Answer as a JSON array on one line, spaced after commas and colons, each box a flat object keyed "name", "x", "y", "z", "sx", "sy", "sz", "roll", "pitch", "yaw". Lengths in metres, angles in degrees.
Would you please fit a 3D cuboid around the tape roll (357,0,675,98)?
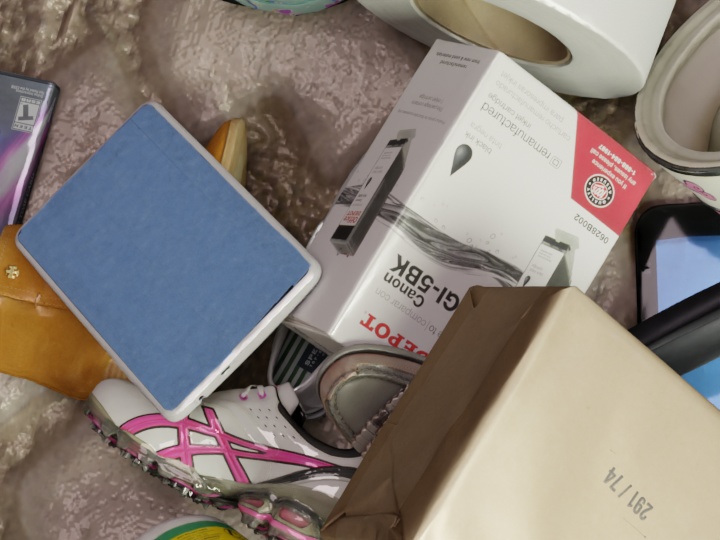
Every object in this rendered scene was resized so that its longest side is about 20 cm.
[{"name": "tape roll", "x": 0.092, "y": -0.178, "z": 1.424, "sx": 0.202, "sy": 0.202, "sz": 0.071, "roll": 20, "pitch": 81, "yaw": 13}]

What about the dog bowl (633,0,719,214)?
[{"name": "dog bowl", "x": 0.267, "y": -0.107, "z": 1.399, "sx": 0.200, "sy": 0.074, "sz": 0.200, "roll": -27, "pitch": 32, "yaw": 18}]

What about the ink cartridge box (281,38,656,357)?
[{"name": "ink cartridge box", "x": 0.064, "y": -0.016, "z": 1.417, "sx": 0.147, "sy": 0.083, "sz": 0.200, "roll": 34, "pitch": 84, "yaw": -28}]

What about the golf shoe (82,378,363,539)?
[{"name": "golf shoe", "x": -0.075, "y": 0.106, "z": 1.429, "sx": 0.199, "sy": 0.073, "sz": 0.092, "roll": 25, "pitch": 81, "yaw": 20}]

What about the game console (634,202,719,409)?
[{"name": "game console", "x": 0.254, "y": 0.043, "z": 1.397, "sx": 0.118, "sy": 0.172, "sz": 0.201, "roll": 3, "pitch": 77, "yaw": -17}]

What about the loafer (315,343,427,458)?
[{"name": "loafer", "x": 0.058, "y": 0.113, "z": 1.367, "sx": 0.072, "sy": 0.200, "sz": 0.063, "roll": -44, "pitch": 30, "yaw": 18}]

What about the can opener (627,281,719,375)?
[{"name": "can opener", "x": 0.174, "y": 0.055, "z": 1.415, "sx": 0.200, "sy": 0.063, "sz": 0.079, "roll": -37, "pitch": 117, "yaw": 20}]

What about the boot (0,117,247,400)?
[{"name": "boot", "x": -0.160, "y": -0.016, "z": 1.496, "sx": 0.143, "sy": 0.071, "sz": 0.202, "roll": 15, "pitch": 85, "yaw": 12}]

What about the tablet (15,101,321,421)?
[{"name": "tablet", "x": -0.122, "y": -0.009, "z": 1.431, "sx": 0.130, "sy": 0.014, "sz": 0.200, "roll": -45, "pitch": 52, "yaw": 0}]

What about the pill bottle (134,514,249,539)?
[{"name": "pill bottle", "x": -0.060, "y": 0.232, "z": 1.360, "sx": 0.113, "sy": 0.113, "sz": 0.200, "roll": -54, "pitch": 41, "yaw": -5}]

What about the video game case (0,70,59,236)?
[{"name": "video game case", "x": -0.294, "y": -0.044, "z": 1.551, "sx": 0.142, "sy": 0.019, "sz": 0.201, "roll": 13, "pitch": 79, "yaw": 12}]

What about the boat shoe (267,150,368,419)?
[{"name": "boat shoe", "x": 0.000, "y": 0.000, "z": 1.468, "sx": 0.073, "sy": 0.067, "sz": 0.201, "roll": 19, "pitch": 81, "yaw": 12}]

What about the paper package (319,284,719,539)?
[{"name": "paper package", "x": 0.113, "y": 0.133, "z": 1.312, "sx": 0.200, "sy": 0.103, "sz": 0.191, "roll": 40, "pitch": 72, "yaw": -24}]

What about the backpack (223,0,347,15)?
[{"name": "backpack", "x": -0.055, "y": -0.268, "z": 1.507, "sx": 0.166, "sy": 0.127, "sz": 0.201, "roll": -2, "pitch": 80, "yaw": 5}]
